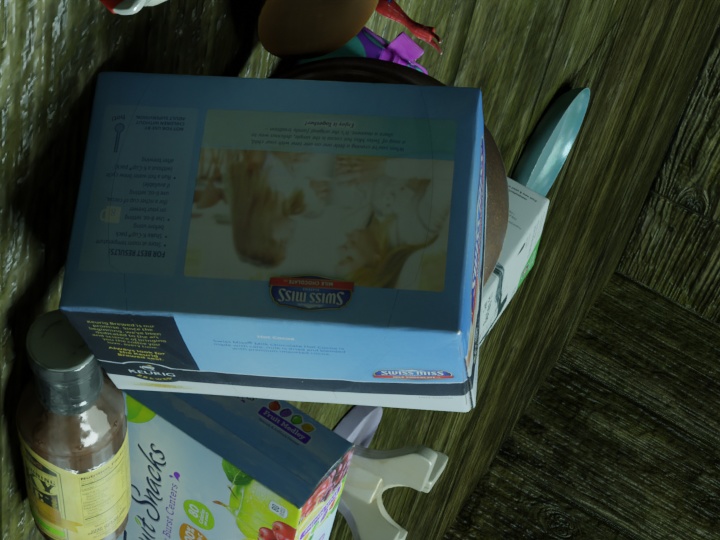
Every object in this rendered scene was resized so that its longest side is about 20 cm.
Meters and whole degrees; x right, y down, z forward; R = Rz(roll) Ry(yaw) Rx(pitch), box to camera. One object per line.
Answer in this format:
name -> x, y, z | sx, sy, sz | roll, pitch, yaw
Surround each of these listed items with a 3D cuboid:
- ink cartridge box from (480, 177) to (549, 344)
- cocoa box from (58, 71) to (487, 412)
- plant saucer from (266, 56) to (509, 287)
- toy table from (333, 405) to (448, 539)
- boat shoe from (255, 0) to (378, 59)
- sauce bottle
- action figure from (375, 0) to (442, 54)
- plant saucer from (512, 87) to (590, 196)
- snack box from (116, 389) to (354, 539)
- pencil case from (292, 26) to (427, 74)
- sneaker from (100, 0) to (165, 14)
ink cartridge box -> 0.125, 0.010, 1.808 | 0.201, 0.083, 0.147 | -54, 164, -27
cocoa box -> -0.037, -0.013, 0.819 | 0.131, 0.198, 0.135 | 75, 19, -68
plant saucer -> -0.014, -0.043, 0.921 | 0.201, 0.199, 0.035 | -57, 161, -17
toy table -> 0.009, 0.242, 1.770 | 0.200, 0.116, 0.185 | -53, 165, -36
boat shoe -> -0.021, -0.190, 0.878 | 0.200, 0.070, 0.071 | 119, -37, -64
sauce bottle -> -0.165, 0.093, 0.919 | 0.065, 0.064, 0.201 | -52, 162, -34
action figure -> 0.026, -0.209, 0.971 | 0.066, 0.098, 0.200 | -56, 168, -17
plant saucer -> 0.234, -0.146, 2.029 | 0.201, 0.027, 0.201 | -56, 165, -23
snack box -> -0.102, 0.144, 1.029 | 0.068, 0.168, 0.201 | -46, 161, -40
pencil case -> -0.035, -0.065, 1.037 | 0.201, 0.085, 0.092 | -60, -160, -10
sneaker -> -0.086, -0.159, 0.737 | 0.093, 0.070, 0.200 | -45, 170, 5
